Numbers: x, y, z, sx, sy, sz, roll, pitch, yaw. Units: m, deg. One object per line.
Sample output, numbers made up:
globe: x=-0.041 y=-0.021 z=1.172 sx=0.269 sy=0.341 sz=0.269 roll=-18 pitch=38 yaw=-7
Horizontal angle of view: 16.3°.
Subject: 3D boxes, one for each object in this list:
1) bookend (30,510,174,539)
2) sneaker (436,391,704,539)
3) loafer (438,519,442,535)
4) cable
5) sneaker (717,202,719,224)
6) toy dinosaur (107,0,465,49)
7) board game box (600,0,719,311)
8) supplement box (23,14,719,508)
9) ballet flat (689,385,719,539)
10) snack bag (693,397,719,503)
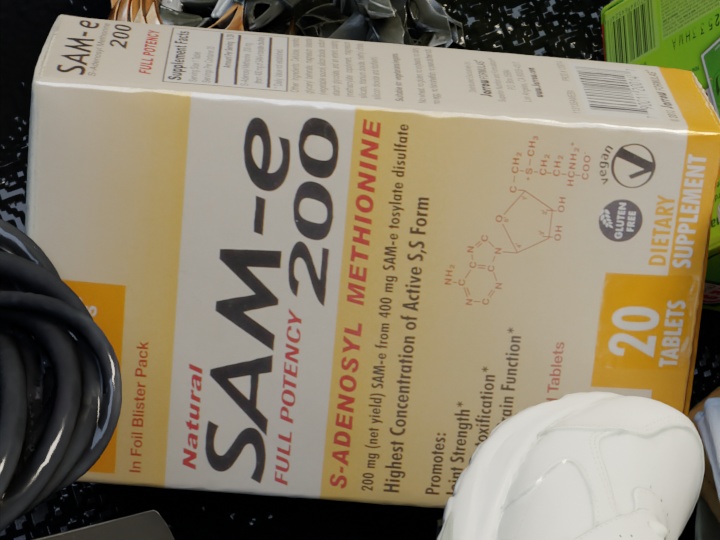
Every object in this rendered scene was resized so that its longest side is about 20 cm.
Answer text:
bookend: x=-0.126 y=0.116 z=0.714 sx=0.199 sy=0.092 sz=0.201 roll=-43 pitch=70 yaw=30
sneaker: x=0.058 y=0.103 z=0.651 sx=0.099 sy=0.078 sz=0.200 roll=8 pitch=35 yaw=30
loafer: x=0.009 y=0.168 z=0.751 sx=0.062 sy=0.072 sz=0.201 roll=5 pitch=74 yaw=13
cable: x=-0.162 y=0.040 z=0.662 sx=0.199 sy=0.051 sz=0.163 roll=-4 pitch=28 yaw=9
sneaker: x=0.190 y=0.009 z=0.737 sx=0.200 sy=0.074 sz=0.082 roll=34 pitch=84 yaw=-26
toy dinosaur: x=-0.041 y=-0.072 z=0.829 sx=0.135 sy=0.102 sz=0.201 roll=-11 pitch=93 yaw=16
board game box: x=0.153 y=-0.065 z=0.763 sx=0.047 sy=0.200 sz=0.102 roll=9 pitch=69 yaw=-30
supplement box: x=0.000 y=0.000 z=0.751 sx=0.199 sy=0.074 sz=0.127 roll=4 pitch=110 yaw=-3
ballet flat: x=0.149 y=0.127 z=0.777 sx=0.063 sy=0.069 sz=0.201 roll=-27 pitch=68 yaw=23
snack bag: x=0.191 y=0.130 z=0.706 sx=0.188 sy=0.021 sz=0.201 roll=17 pitch=41 yaw=-22
